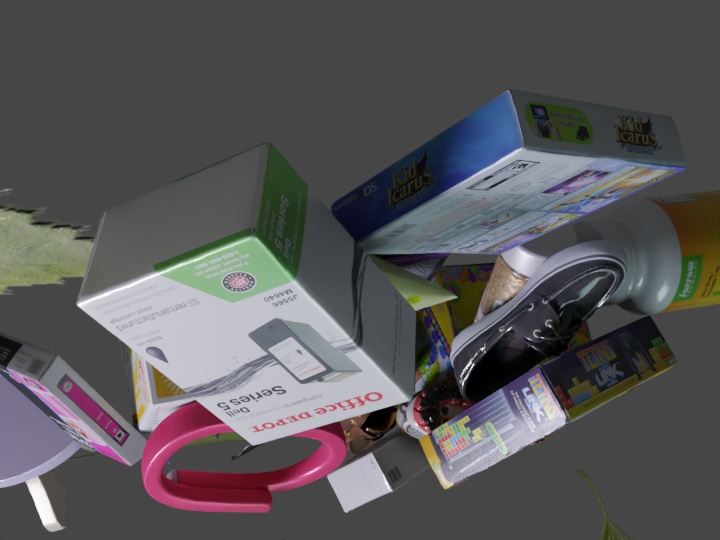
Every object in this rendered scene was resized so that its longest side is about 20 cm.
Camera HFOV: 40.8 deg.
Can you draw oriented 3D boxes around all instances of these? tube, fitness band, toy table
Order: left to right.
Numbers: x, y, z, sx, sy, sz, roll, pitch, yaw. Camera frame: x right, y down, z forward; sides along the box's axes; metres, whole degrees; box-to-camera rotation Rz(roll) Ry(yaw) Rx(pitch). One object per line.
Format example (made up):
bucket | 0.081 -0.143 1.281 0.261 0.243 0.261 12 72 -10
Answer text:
toy table | -0.374 0.191 1.098 0.197 0.186 0.117 -6 151 10
fitness band | -0.107 0.172 0.905 0.198 0.038 0.144 10 131 -33
tube | -0.009 0.005 0.781 0.199 0.052 0.058 23 -171 -44

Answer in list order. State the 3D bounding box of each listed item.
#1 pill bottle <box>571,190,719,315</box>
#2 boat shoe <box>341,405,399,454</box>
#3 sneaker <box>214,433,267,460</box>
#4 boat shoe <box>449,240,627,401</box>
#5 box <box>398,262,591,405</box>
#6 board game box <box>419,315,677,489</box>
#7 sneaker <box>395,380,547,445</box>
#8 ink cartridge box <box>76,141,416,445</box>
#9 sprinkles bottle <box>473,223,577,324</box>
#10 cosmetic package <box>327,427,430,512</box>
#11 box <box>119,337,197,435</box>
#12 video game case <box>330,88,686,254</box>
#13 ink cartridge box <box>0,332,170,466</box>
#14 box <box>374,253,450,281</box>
pill bottle | 0.301 -0.017 0.940 0.198 0.112 0.111 -7 166 -21
boat shoe | 0.005 0.162 1.087 0.072 0.067 0.201 -38 156 -25
sneaker | -0.051 0.111 0.973 0.199 0.060 0.104 -34 169 -35
boat shoe | 0.155 0.052 0.852 0.070 0.067 0.199 34 126 -29
box | 0.131 0.076 1.145 0.198 0.123 0.192 -3 164 -31
board game box | 0.175 0.120 0.897 0.199 0.057 0.165 -14 159 -46
sneaker | 0.127 0.154 1.066 0.198 0.079 0.082 9 161 -31
ink cartridge box | -0.068 0.026 0.668 0.144 0.085 0.200 -19 135 25
sprinkles bottle | 0.148 0.036 0.931 0.067 0.069 0.201 -7 137 -19
cosmetic package | 0.057 0.202 1.102 0.082 0.051 0.199 -38 169 39
box | -0.171 0.087 0.940 0.100 0.114 0.200 -8 165 -20
video game case | 0.106 -0.063 0.720 0.180 0.046 0.199 1 162 -39
ink cartridge box | -0.274 0.138 0.945 0.094 0.037 0.201 13 150 37
box | 0.000 0.000 0.907 0.141 0.037 0.200 -9 165 -10
